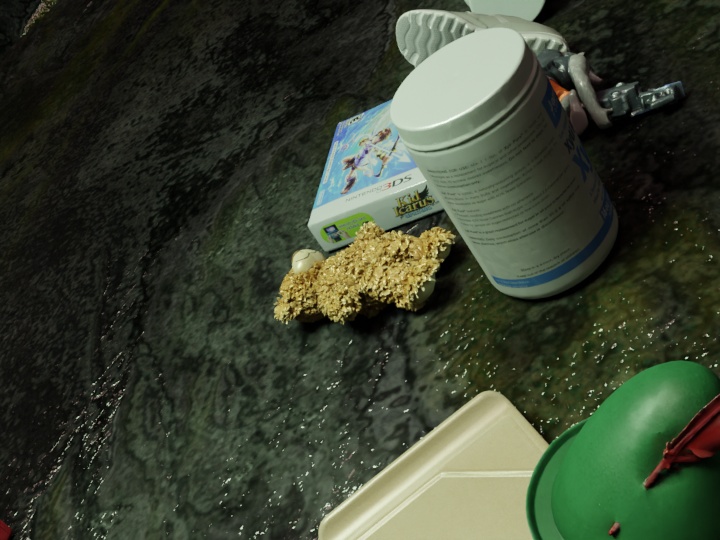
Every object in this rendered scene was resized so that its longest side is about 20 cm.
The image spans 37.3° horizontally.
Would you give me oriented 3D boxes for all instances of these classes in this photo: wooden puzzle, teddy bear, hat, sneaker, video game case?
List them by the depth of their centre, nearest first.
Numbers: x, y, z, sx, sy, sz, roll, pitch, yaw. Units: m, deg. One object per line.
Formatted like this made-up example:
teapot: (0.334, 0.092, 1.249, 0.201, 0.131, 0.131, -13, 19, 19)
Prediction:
hat: (0.179, 0.074, 0.645, 0.197, 0.178, 0.167, -17, 34, 7)
wooden puzzle: (0.077, 0.199, 0.754, 0.184, 0.037, 0.200, -38, 36, -2)
teddy bear: (0.000, 0.000, 1.049, 0.198, 0.067, 0.146, 3, 47, 46)
video game case: (0.042, -0.126, 1.190, 0.179, 0.046, 0.202, -19, 36, 26)
sneaker: (0.137, -0.251, 1.193, 0.197, 0.076, 0.082, 14, 30, 8)

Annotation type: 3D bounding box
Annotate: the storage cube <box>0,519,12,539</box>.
storage cube: (-0.490, 0.299, 1.050, 0.198, 0.172, 0.181, -16, 38, 29)

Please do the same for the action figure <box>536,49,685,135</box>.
action figure: (0.202, -0.178, 1.027, 0.197, 0.106, 0.193, -13, 14, 26)

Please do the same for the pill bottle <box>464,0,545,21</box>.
pill bottle: (0.172, -0.384, 1.326, 0.112, 0.114, 0.201, -25, 33, 18)

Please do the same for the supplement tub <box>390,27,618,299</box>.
supplement tub: (0.126, -0.087, 0.908, 0.130, 0.201, 0.133, -24, 34, 18)
